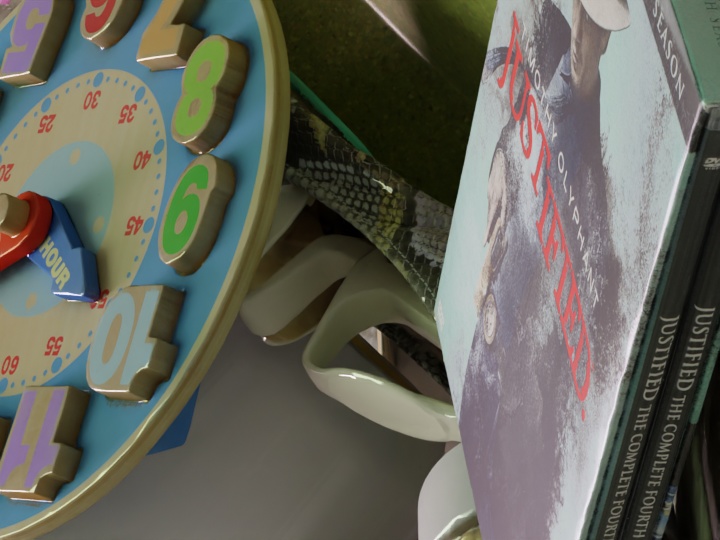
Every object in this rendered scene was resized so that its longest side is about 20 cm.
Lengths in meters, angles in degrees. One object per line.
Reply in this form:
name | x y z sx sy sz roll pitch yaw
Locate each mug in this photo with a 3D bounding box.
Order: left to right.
mug | -0.055 0.075 0.978 0.153 0.149 0.187 -48 6 2

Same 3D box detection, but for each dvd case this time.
dvd case | 0.050 -0.011 0.678 0.200 0.022 0.146 102 164 -44

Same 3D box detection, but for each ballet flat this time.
ballet flat | 0.000 0.000 0.867 0.200 0.072 0.072 38 140 45

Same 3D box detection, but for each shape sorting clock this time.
shape sorting clock | -0.093 -0.012 0.908 0.200 0.039 0.201 -25 55 41

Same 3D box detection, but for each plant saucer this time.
plant saucer | 0.013 -0.088 0.861 0.200 0.048 0.200 47 162 24

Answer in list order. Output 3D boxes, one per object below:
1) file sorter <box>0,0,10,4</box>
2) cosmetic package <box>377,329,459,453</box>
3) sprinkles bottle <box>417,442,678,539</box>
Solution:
file sorter | -0.042 -0.174 1.168 0.125 0.199 0.139 122 148 -66
cosmetic package | 0.042 0.007 1.067 0.200 0.071 0.106 89 177 -66
sprinkles bottle | 0.053 0.132 0.732 0.068 0.068 0.200 88 179 -49
